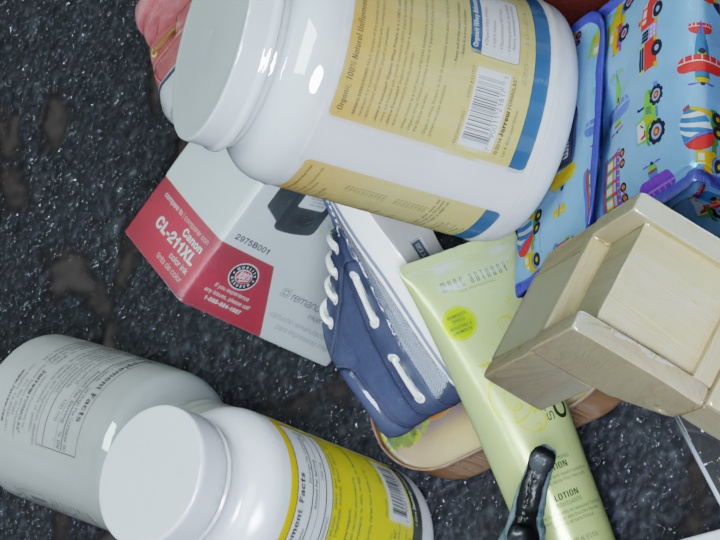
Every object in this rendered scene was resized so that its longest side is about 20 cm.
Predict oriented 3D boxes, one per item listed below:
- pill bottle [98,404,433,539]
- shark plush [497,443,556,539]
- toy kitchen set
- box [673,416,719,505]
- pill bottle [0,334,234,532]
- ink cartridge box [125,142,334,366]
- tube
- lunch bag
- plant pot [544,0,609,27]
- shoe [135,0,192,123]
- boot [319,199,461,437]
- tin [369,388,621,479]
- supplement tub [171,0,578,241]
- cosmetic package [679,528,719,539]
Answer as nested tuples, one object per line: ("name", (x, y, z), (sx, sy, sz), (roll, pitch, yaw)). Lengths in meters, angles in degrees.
("pill bottle", (-0.057, 0.147, 1.740), (0.112, 0.200, 0.113), (-19, 60, 36))
("shark plush", (0.068, 0.190, 1.655), (0.083, 0.090, 0.201), (-108, 17, -61))
("toy kitchen set", (0.206, 0.023, 1.512), (0.164, 0.199, 0.180), (-61, 6, -15))
("box", (0.281, 0.089, 1.511), (0.199, 0.048, 0.159), (-28, 52, 5))
("pill bottle", (-0.148, 0.114, 1.898), (0.199, 0.114, 0.115), (14, 82, 45))
("ink cartridge box", (-0.028, -0.059, 1.837), (0.200, 0.145, 0.083), (-53, 44, 12))
("tube", (0.090, 0.079, 1.681), (0.052, 0.058, 0.201), (-25, 82, 30))
("lunch bag", (0.154, -0.074, 1.635), (0.200, 0.094, 0.152), (-27, 53, 48))
("plant pot", (0.096, -0.236, 1.779), (0.200, 0.199, 0.177), (49, 117, 43))
("shoe", (-0.061, -0.180, 1.765), (0.200, 0.071, 0.091), (-42, 54, 27))
("boot", (0.000, 0.000, 1.745), (0.090, 0.073, 0.201), (-34, 82, 31))
("tin", (0.091, 0.055, 1.758), (0.199, 0.042, 0.113), (-27, 52, 32))
("supplement tub", (0.007, -0.107, 1.644), (0.145, 0.199, 0.146), (-165, 90, -70))
("cosmetic package", (0.198, 0.244, 1.556), (0.101, 0.074, 0.201), (-19, 62, 35))
